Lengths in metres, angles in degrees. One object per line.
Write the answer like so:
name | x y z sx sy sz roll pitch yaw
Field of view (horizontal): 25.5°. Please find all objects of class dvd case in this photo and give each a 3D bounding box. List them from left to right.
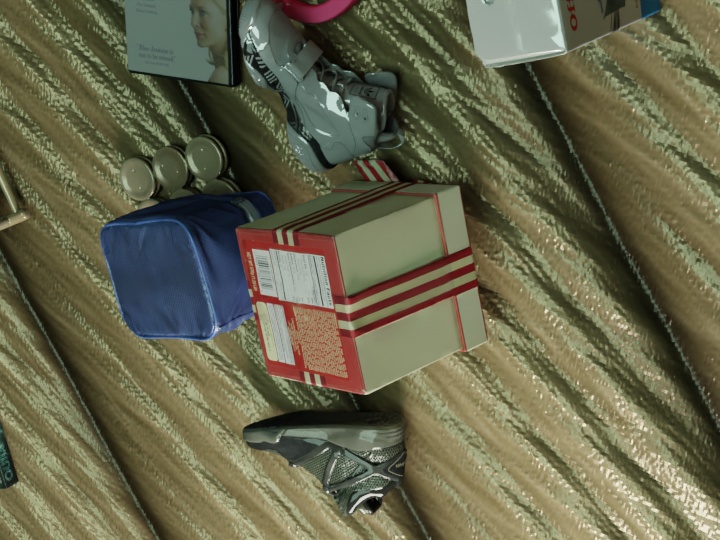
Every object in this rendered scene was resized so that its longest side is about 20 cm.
dvd case | -0.190 -0.298 1.668 0.143 0.018 0.200 12 113 29

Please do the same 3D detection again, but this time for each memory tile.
memory tile | -0.179 -0.044 1.759 0.153 0.017 0.200 -15 99 35

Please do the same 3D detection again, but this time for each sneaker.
sneaker | -0.039 0.211 1.729 0.199 0.076 0.114 0 102 27
sneaker | -0.034 -0.190 1.559 0.115 0.075 0.200 -8 125 30

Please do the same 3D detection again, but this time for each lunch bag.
lunch bag | -0.158 -0.010 1.661 0.200 0.132 0.136 1 109 48

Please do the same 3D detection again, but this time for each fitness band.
fitness band | -0.074 -0.334 1.558 0.144 0.037 0.200 -40 90 32

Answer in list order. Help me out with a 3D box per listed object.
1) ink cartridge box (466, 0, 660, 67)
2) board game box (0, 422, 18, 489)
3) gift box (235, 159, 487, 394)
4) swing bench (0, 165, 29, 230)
ink cartridge box | 0.168 -0.265 1.339 0.086 0.200 0.147 -3 106 33
board game box | -0.525 0.187 2.059 0.135 0.028 0.200 -6 104 33
gift box | 0.000 0.000 1.563 0.200 0.187 0.185 14 119 49
swing bench | -0.534 -0.111 1.894 0.200 0.130 0.199 -16 99 41
